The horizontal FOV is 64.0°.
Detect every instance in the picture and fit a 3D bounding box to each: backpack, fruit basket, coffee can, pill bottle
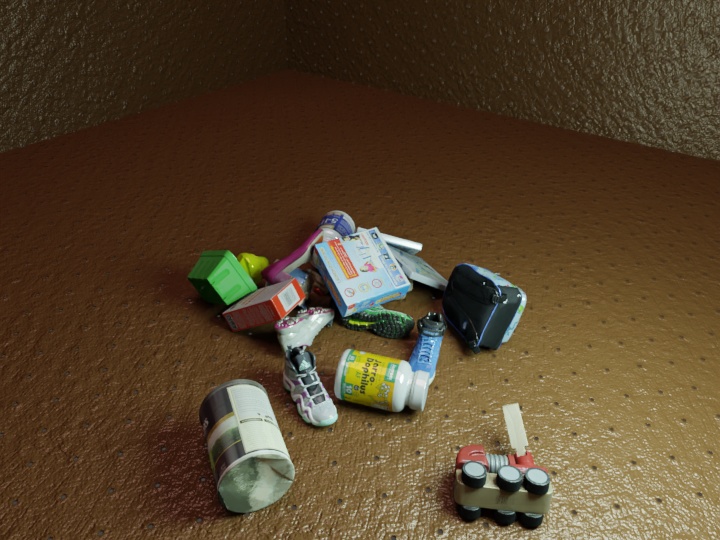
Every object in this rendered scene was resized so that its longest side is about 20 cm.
[{"bbox_3d":[0.312,0.088,1.482,0.145,0.186,0.200,9,21,-32],"label":"backpack"},{"bbox_3d":[-0.349,-0.001,1.595,0.213,0.157,0.217,-28,24,14],"label":"fruit basket"},{"bbox_3d":[-0.223,0.332,1.112,0.144,0.149,0.200,-12,34,-19],"label":"coffee can"},{"bbox_3d":[0.050,0.249,1.280,0.196,0.115,0.113,10,33,14],"label":"pill bottle"},{"bbox_3d":[-0.093,-0.091,1.800,0.117,0.122,0.201,7,33,10],"label":"pill bottle"}]

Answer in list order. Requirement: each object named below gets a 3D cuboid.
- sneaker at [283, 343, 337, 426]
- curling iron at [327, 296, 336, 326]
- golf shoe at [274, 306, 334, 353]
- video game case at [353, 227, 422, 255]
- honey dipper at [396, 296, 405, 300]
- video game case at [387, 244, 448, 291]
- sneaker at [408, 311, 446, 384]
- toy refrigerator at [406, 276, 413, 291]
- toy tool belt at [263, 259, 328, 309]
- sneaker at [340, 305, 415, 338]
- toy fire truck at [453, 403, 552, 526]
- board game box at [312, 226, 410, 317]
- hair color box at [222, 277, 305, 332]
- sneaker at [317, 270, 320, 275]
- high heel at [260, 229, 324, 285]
[{"bbox_3d":[-0.118,0.237,1.267,0.077,0.142,0.199,-20,37,-31],"label":"sneaker"},{"bbox_3d":[-0.084,0.089,1.611,0.049,0.026,0.202,-17,36,9],"label":"curling iron"},{"bbox_3d":[-0.139,0.150,1.472,0.074,0.094,0.198,3,14,40],"label":"golf shoe"},{"bbox_3d":[0.074,-0.082,1.744,0.196,0.023,0.182,15,-7,-4],"label":"video game case"},{"bbox_3d":[0.044,0.069,1.577,0.197,0.039,0.038,-4,28,-41],"label":"honey dipper"},{"bbox_3d":[0.160,-0.009,1.664,0.198,0.022,0.182,20,18,-42],"label":"video game case"},{"bbox_3d":[0.159,0.180,1.390,0.075,0.113,0.201,12,34,17],"label":"sneaker"},{"bbox_3d":[0.050,0.034,1.655,0.196,0.071,0.076,-14,35,-23],"label":"toy refrigerator"},{"bbox_3d":[-0.185,0.061,1.590,0.197,0.125,0.124,17,67,29],"label":"toy tool belt"},{"bbox_3d":[0.050,0.116,1.519,0.196,0.079,0.085,12,33,18],"label":"sneaker"},{"bbox_3d":[0.268,0.363,1.115,0.172,0.131,0.201,4,21,6],"label":"toy fire truck"},{"bbox_3d":[0.000,0.000,1.519,0.193,0.056,0.202,-16,61,-25],"label":"board game box"},{"bbox_3d":[-0.249,0.090,1.483,0.197,0.065,0.111,-15,19,39],"label":"hair color box"},{"bbox_3d":[-0.034,-0.017,1.641,0.197,0.077,0.079,-22,11,19],"label":"sneaker"},{"bbox_3d":[-0.181,-0.046,1.547,0.095,0.068,0.201,28,67,22],"label":"high heel"}]
